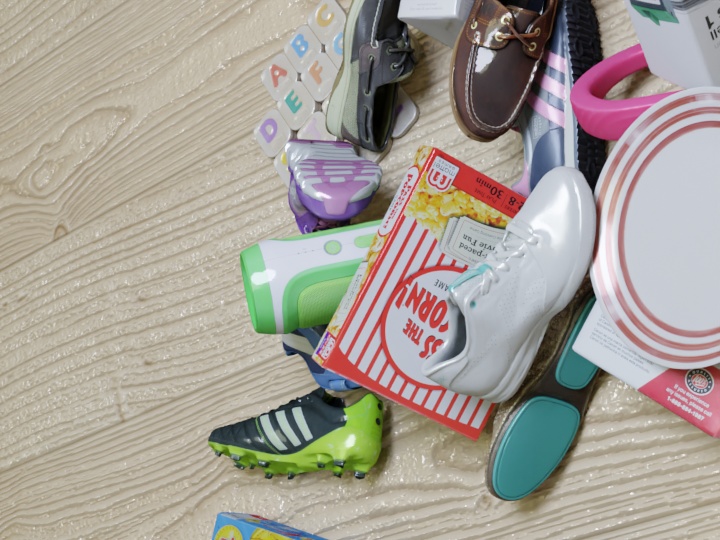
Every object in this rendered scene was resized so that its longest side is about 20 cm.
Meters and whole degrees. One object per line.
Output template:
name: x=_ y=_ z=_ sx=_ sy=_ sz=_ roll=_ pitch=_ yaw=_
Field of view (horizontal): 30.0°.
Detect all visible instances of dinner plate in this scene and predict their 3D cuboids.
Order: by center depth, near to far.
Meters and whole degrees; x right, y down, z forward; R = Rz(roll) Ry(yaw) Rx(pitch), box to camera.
dinner plate: x=0.239 y=-0.030 z=0.951 sx=0.200 sy=0.024 sz=0.201 roll=-13 pitch=74 yaw=55

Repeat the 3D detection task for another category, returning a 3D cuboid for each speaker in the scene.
speaker: x=0.000 y=0.000 z=1.165 sx=0.200 sy=0.088 sz=0.089 roll=-11 pitch=65 yaw=-9

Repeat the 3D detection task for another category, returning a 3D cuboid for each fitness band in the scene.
fitness band: x=0.257 y=-0.158 z=1.038 sx=0.200 sy=0.037 sz=0.144 roll=-7 pitch=34 yaw=37

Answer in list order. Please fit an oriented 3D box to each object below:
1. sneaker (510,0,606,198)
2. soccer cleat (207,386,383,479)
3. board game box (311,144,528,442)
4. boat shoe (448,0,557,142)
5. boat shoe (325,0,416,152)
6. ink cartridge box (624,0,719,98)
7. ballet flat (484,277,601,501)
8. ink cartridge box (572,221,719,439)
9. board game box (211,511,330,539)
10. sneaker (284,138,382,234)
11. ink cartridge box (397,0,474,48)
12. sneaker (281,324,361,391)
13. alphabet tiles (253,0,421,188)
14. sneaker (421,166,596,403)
sneaker: x=0.160 y=-0.155 z=1.150 sx=0.082 sy=0.070 sz=0.200 roll=-9 pitch=72 yaw=36
soccer cleat: x=-0.059 y=0.152 z=1.266 sx=0.200 sy=0.068 sz=0.081 roll=-5 pitch=59 yaw=38
board game box: x=0.073 y=0.019 z=1.113 sx=0.200 sy=0.151 sz=0.046 roll=-63 pitch=17 yaw=1
boat shoe: x=0.123 y=-0.208 z=1.112 sx=0.070 sy=0.070 sz=0.200 roll=163 pitch=119 yaw=-72
boat shoe: x=0.020 y=-0.196 z=1.234 sx=0.066 sy=0.072 sz=0.201 roll=31 pitch=133 yaw=15
ink cartridge box: x=0.252 y=-0.245 z=0.942 sx=0.146 sy=0.200 sz=0.084 roll=-36 pitch=32 yaw=-8
ballet flat: x=0.155 y=0.094 z=1.107 sx=0.200 sy=0.070 sz=0.065 roll=-61 pitch=23 yaw=7
ink cartridge box: x=0.275 y=0.009 z=1.005 sx=0.144 sy=0.084 sz=0.200 roll=33 pitch=102 yaw=40
board game box: x=-0.067 y=0.341 z=1.222 sx=0.196 sy=0.056 sz=0.200 roll=8 pitch=84 yaw=40
sneaker: x=-0.029 y=-0.065 z=1.236 sx=0.200 sy=0.080 sz=0.089 roll=-120 pitch=34 yaw=-74
ink cartridge box: x=0.109 y=-0.303 z=1.197 sx=0.067 sy=0.117 sz=0.200 roll=8 pitch=84 yaw=39
sneaker: x=0.006 y=0.076 z=1.221 sx=0.200 sy=0.074 sz=0.082 roll=29 pitch=115 yaw=34
alphabet tiles: x=-0.026 y=-0.178 z=1.346 sx=0.200 sy=0.015 sz=0.196 roll=-47 pitch=54 yaw=21
sneaker: x=0.111 y=0.009 z=1.038 sx=0.075 sy=0.088 sz=0.200 roll=46 pitch=117 yaw=58
